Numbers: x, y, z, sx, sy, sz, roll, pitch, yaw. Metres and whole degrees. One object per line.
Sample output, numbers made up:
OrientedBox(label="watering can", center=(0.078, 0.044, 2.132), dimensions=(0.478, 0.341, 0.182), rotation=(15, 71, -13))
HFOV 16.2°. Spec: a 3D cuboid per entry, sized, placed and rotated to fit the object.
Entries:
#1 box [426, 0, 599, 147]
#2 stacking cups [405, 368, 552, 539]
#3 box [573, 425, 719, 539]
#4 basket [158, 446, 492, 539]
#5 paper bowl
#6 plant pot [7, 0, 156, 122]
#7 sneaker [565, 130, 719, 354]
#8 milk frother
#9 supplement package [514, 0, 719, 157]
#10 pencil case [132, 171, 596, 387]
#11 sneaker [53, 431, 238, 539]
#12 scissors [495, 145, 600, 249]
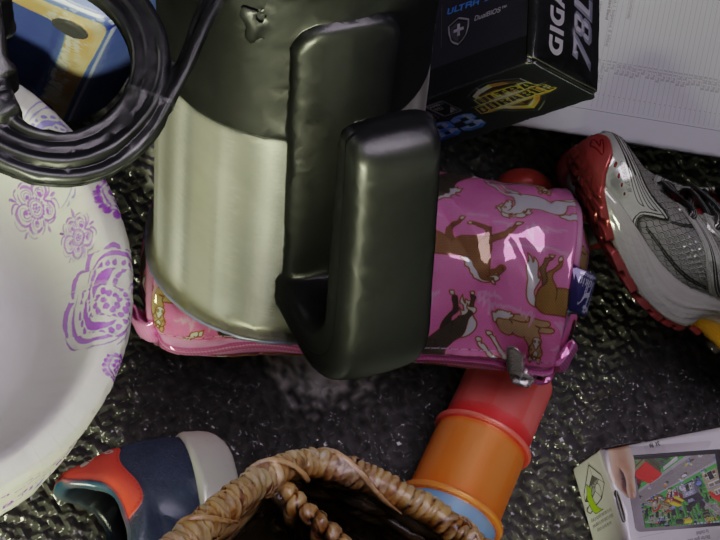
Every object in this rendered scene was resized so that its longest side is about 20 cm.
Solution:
OrientedBox(label="box", center=(0.021, -0.149, 1.120), dimensions=(0.050, 0.199, 0.200), rotation=(21, 64, -40))
OrientedBox(label="stacking cups", center=(0.033, 0.122, 1.099), dimensions=(0.060, 0.061, 0.201), rotation=(29, 65, -6))
OrientedBox(label="box", center=(0.207, 0.121, 1.173), dimensions=(0.199, 0.035, 0.111), rotation=(-8, 74, -21))
OrientedBox(label="basket", center=(0.019, 0.156, 0.943), dimensions=(0.200, 0.149, 0.143), rotation=(43, 70, 10))
OrientedBox(label="paper bowl", center=(-0.199, 0.015, 1.037), dimensions=(0.199, 0.104, 0.202), rotation=(6, 69, -16))
OrientedBox(label="plant pot", center=(-0.149, -0.185, 1.081), dimensions=(0.199, 0.200, 0.181), rotation=(24, 72, -8))
OrientedBox(label="sneaker", center=(0.166, -0.015, 1.140), dimensions=(0.200, 0.082, 0.078), rotation=(30, 26, -40))
OrientedBox(label="milk frother", center=(-0.067, -0.055, 0.961), dimensions=(0.199, 0.189, 0.181), rotation=(1, 45, -4))
OrientedBox(label="supplement package", center=(0.155, -0.114, 1.179), dimensions=(0.199, 0.110, 0.114), rotation=(9, 100, -16))
OrientedBox(label="pencil case", center=(0.000, 0.000, 1.102), dimensions=(0.199, 0.083, 0.087), rotation=(5, 30, -2))
OrientedBox(label="sneaker", center=(-0.084, 0.167, 1.043), dimensions=(0.084, 0.075, 0.201), rotation=(-5, 66, -16))
OrientedBox(label="scissors", center=(0.150, -0.012, 1.208), dimensions=(0.199, 0.073, 0.014), rotation=(26, 48, -35))
